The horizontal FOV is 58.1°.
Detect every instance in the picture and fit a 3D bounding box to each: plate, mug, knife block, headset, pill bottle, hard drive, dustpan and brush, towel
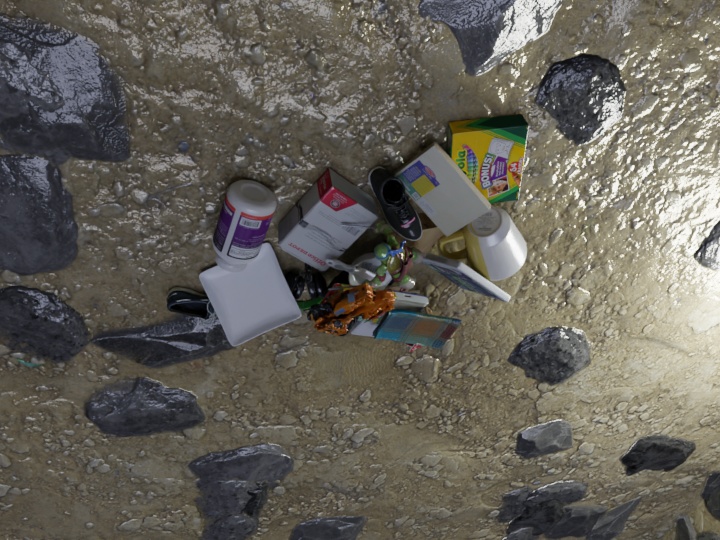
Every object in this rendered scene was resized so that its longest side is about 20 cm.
[{"bbox_3d":[-0.268,0.059,1.594,0.198,0.032,0.202,-24,97,6],"label":"plate"},{"bbox_3d":[0.298,-0.065,1.553,0.186,0.150,0.153,-38,144,0],"label":"mug"},{"bbox_3d":[0.117,-0.047,1.618,0.197,0.064,0.177,-12,133,-2],"label":"knife block"},{"bbox_3d":[-0.140,0.049,1.627,0.122,0.095,0.201,0,142,-13],"label":"headset"},{"bbox_3d":[-0.267,-0.095,1.461,0.111,0.113,0.201,12,128,-21],"label":"pill bottle"},{"bbox_3d":[0.075,0.120,1.740,0.130,0.026,0.200,9,143,-28],"label":"hard drive"},{"bbox_3d":[0.000,0.000,1.555,0.198,0.058,0.140,24,122,-24],"label":"dustpan and brush"},{"bbox_3d":[0.144,0.152,1.676,0.197,0.022,0.147,10,144,-13],"label":"towel"}]

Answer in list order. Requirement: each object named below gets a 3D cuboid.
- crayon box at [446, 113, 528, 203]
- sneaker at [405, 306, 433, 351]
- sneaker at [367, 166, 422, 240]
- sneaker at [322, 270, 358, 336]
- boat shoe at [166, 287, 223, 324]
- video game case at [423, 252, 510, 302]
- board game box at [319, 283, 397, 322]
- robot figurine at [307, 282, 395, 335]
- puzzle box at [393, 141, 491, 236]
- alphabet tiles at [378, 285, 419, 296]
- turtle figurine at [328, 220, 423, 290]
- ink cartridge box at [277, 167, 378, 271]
[{"bbox_3d":[0.282,-0.246,1.480,0.170,0.059,0.202,-8,132,-5],"label":"crayon box"},{"bbox_3d":[0.159,0.163,1.767,0.111,0.072,0.200,-25,157,5],"label":"sneaker"},{"bbox_3d":[0.087,-0.138,1.469,0.070,0.099,0.201,-34,112,0],"label":"sneaker"},{"bbox_3d":[-0.056,0.090,1.650,0.076,0.114,0.202,29,122,22],"label":"sneaker"},{"bbox_3d":[-0.388,0.094,1.636,0.198,0.062,0.075,18,124,-26],"label":"boat shoe"},{"bbox_3d":[0.255,0.014,1.637,0.199,0.181,0.024,31,84,-32],"label":"video game case"},{"bbox_3d":[-0.009,0.080,1.574,0.198,0.030,0.096,12,128,-40],"label":"board game box"},{"bbox_3d":[-0.026,0.092,1.466,0.199,0.059,0.144,-30,148,34],"label":"robot figurine"},{"bbox_3d":[0.184,-0.182,1.472,0.132,0.026,0.200,-31,111,38],"label":"puzzle box"},{"bbox_3d":[0.067,0.091,1.727,0.165,0.008,0.201,-3,149,-9],"label":"alphabet tiles"},{"bbox_3d":[0.047,-0.031,1.481,0.198,0.146,0.193,-21,156,27],"label":"turtle figurine"},{"bbox_3d":[-0.079,-0.113,1.504,0.144,0.084,0.200,30,119,-33],"label":"ink cartridge box"}]
